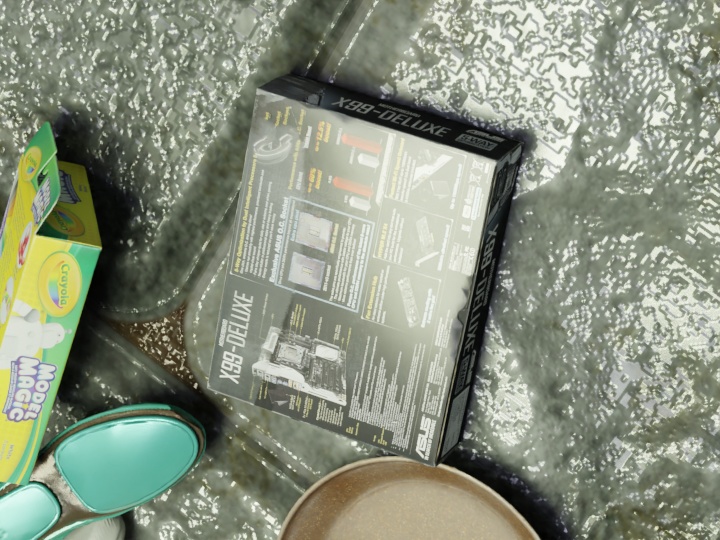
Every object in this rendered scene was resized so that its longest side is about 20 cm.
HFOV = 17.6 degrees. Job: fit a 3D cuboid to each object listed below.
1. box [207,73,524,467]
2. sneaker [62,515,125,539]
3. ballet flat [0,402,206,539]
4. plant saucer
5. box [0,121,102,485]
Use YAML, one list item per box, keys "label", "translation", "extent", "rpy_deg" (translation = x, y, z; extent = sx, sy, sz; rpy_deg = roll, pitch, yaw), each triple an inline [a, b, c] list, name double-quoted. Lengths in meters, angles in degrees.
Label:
- label: "box"
  translation: [0.000, 0.000, 1.396]
  extent: [0.157, 0.050, 0.201]
  rpy_deg: [17, 112, 18]
- label: "sneaker"
  translation: [-0.192, 0.248, 1.552]
  extent: [0.088, 0.075, 0.201]
  rpy_deg: [24, 102, -21]
- label: "ballet flat"
  translation: [-0.185, 0.133, 1.500]
  extent: [0.199, 0.070, 0.068]
  rpy_deg: [-30, 102, 12]
- label: "plant saucer"
  translation: [0.040, 0.205, 1.450]
  extent: [0.199, 0.037, 0.202]
  rpy_deg: [6, 107, 21]
- label: "box"
  translation: [-0.206, 0.018, 1.454]
  extent: [0.048, 0.118, 0.201]
  rpy_deg: [10, 116, -17]
